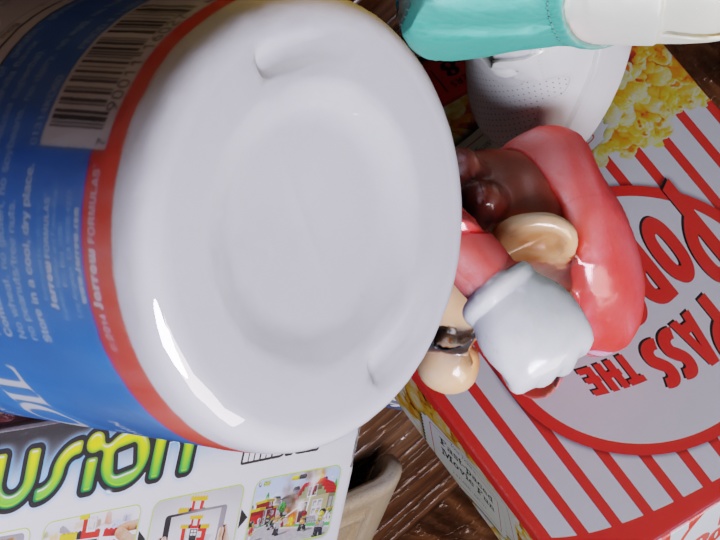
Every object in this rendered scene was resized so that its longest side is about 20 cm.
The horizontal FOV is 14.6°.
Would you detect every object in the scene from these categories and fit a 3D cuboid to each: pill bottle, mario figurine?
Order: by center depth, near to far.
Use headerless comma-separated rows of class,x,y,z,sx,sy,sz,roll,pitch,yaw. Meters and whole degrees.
pill bottle,-0.081,-0.017,0.722,0.112,0.200,0.112,-6,98,-45
mario figurine,0.000,0.000,0.892,0.200,0.123,0.106,16,132,-25

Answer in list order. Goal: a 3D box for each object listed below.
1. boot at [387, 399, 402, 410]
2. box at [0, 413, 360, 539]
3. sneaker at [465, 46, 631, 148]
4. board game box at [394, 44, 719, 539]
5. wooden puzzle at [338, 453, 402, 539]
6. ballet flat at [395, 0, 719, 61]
boot,0.055,0.043,1.168,0.200,0.073,0.090,-13,141,-44
box,-0.084,0.082,0.808,0.200,0.035,0.110,-7,115,-47
sneaker,0.029,-0.102,0.889,0.116,0.074,0.200,-23,143,-25
board game box,0.079,0.007,0.982,0.151,0.200,0.046,-31,155,-15
wooden puzzle,-0.080,0.170,1.270,0.200,0.037,0.185,-26,154,-33
ballet flat,0.106,-0.107,0.836,0.200,0.070,0.067,-30,142,-22
